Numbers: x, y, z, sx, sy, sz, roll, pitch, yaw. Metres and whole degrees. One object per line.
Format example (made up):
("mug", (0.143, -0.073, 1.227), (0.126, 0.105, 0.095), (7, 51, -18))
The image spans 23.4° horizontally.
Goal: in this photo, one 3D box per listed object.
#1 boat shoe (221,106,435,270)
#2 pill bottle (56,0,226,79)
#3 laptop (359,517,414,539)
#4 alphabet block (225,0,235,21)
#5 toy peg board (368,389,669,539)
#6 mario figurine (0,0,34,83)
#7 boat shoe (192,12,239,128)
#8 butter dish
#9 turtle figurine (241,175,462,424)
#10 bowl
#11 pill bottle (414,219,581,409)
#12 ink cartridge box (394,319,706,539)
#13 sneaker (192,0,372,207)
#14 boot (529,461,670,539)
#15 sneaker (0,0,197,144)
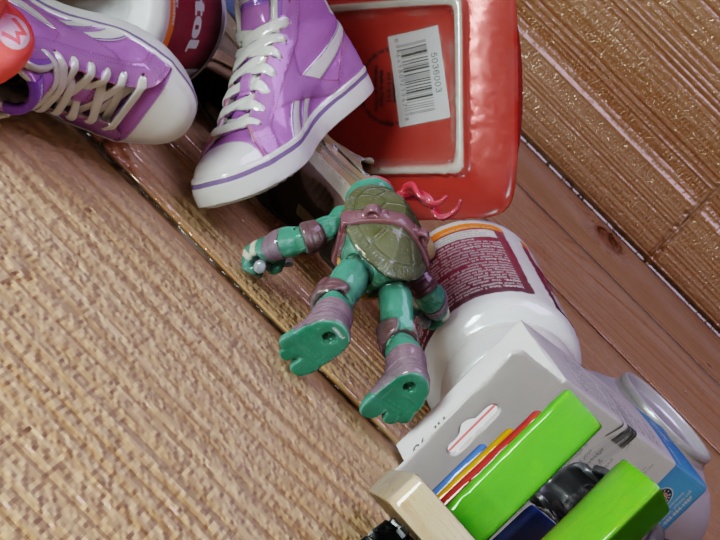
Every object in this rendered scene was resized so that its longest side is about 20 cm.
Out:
("boat shoe", (-0.023, -0.064, 1.278), (0.076, 0.072, 0.200), (-24, 64, -36))
("pill bottle", (-0.156, -0.176, 1.167), (0.113, 0.113, 0.200), (45, 12, 3))
("laptop", (0.034, 0.211, 0.763), (0.177, 0.104, 0.199), (46, 38, 12))
("alphabet block", (-0.065, -0.270, 1.457), (0.195, 0.197, 0.199), (38, -8, -34))
("toy peg board", (0.108, 0.152, 0.843), (0.200, 0.098, 0.199), (49, -5, 3))
("mario figurine", (-0.243, -0.170, 0.860), (0.199, 0.124, 0.106), (38, 0, -10))
("boat shoe", (-0.099, -0.135, 1.359), (0.200, 0.071, 0.065), (43, 44, -49))
("butter dish", (0.055, -0.141, 1.356), (0.198, 0.203, 0.147), (1, 3, 31))
("turtle figurine", (0.000, 0.000, 1.110), (0.148, 0.101, 0.201), (17, 35, -11))
("bowl", (0.213, 0.145, 1.378), (0.201, 0.090, 0.201), (42, 13, -12))
("pill bottle", (0.092, 0.052, 1.229), (0.114, 0.114, 0.200), (40, 13, -20))
("ink cartridge box", (0.107, 0.113, 1.071), (0.199, 0.116, 0.068), (36, 13, -36))
("sneaker", (-0.072, -0.128, 1.173), (0.115, 0.072, 0.201), (65, 35, -21))
("boot", (0.148, 0.166, 0.995), (0.132, 0.070, 0.200), (48, -16, 2))
("sneaker", (-0.175, -0.105, 0.997), (0.199, 0.073, 0.115), (24, 25, -31))
